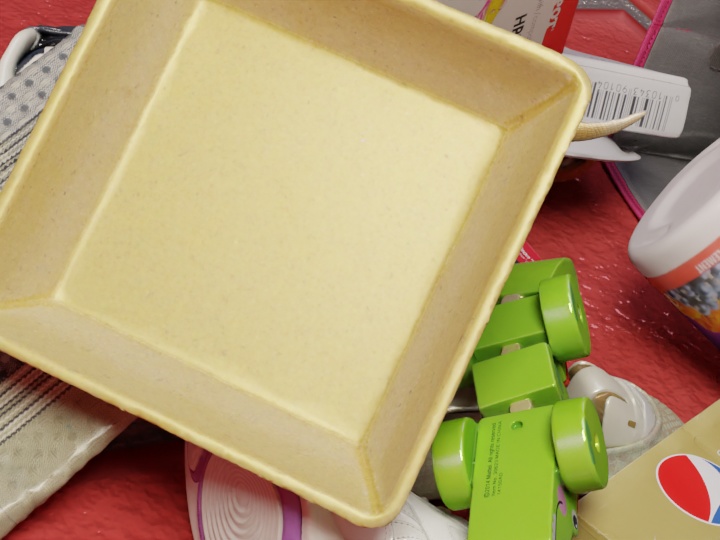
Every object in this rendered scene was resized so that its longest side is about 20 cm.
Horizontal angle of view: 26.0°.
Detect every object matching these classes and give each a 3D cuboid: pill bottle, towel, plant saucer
[{"bbox_3d":[0.250,0.022,0.836,0.200,0.111,0.111,43,34,-6],"label":"pill bottle"},{"bbox_3d":[-0.143,-0.001,0.703,0.200,0.035,0.192,-39,63,-16],"label":"towel"},{"bbox_3d":[-0.034,-0.026,0.636,0.199,0.201,0.048,25,-6,9],"label":"plant saucer"}]

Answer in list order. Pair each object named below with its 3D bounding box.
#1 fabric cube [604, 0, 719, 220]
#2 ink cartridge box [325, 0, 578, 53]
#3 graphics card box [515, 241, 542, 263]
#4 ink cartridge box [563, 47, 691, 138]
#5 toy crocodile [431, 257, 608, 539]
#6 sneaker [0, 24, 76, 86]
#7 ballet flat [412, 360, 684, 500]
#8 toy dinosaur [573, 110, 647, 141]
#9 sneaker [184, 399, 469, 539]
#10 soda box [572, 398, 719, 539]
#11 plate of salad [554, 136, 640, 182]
[{"bbox_3d":[0.303,-0.095,0.988,0.199,0.201,0.196,6,34,-22],"label":"fabric cube"},{"bbox_3d":[0.046,-0.143,0.745,0.200,0.116,0.067,-27,62,-25],"label":"ink cartridge box"},{"bbox_3d":[0.000,0.000,0.831,0.199,0.051,0.126,-4,40,-30],"label":"graphics card box"},{"bbox_3d":[0.074,-0.131,0.988,0.197,0.044,0.200,7,13,-20],"label":"ink cartridge box"},{"bbox_3d":[0.071,0.061,0.673,0.067,0.062,0.200,-16,36,16],"label":"toy crocodile"},{"bbox_3d":[-0.161,-0.102,0.869,0.078,0.080,0.200,12,33,-11],"label":"sneaker"},{"bbox_3d":[0.093,0.075,0.761,0.199,0.063,0.068,-3,40,-31],"label":"ballet flat"},{"bbox_3d":[0.041,-0.081,0.830,0.199,0.101,0.058,26,31,14],"label":"toy dinosaur"},{"bbox_3d":[0.002,0.122,0.657,0.200,0.075,0.099,44,27,25],"label":"sneaker"},{"bbox_3d":[0.163,0.115,0.735,0.064,0.068,0.200,36,37,25],"label":"soda box"},{"bbox_3d":[0.072,-0.079,0.962,0.199,0.048,0.200,10,11,-2],"label":"plate of salad"}]
